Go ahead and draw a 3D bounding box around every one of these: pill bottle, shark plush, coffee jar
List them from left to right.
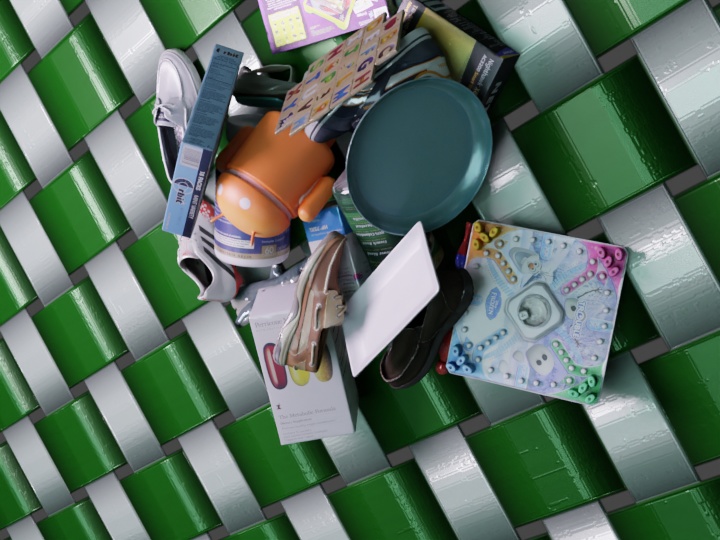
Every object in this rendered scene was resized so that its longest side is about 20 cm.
[{"bbox_3d":[-0.152,-0.115,1.604,0.110,0.111,0.201,15,114,28],"label":"pill bottle"},{"bbox_3d":[-0.125,0.017,1.663,0.200,0.090,0.084,-48,48,39],"label":"shark plush"},{"bbox_3d":[0.043,-0.050,1.474,0.085,0.104,0.201,-5,122,35],"label":"coffee jar"}]

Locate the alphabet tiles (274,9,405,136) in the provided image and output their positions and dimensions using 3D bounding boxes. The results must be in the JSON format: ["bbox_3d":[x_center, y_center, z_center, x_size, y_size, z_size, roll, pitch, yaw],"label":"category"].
[{"bbox_3d":[-0.026,-0.245,1.400,0.199,0.167,0.006,-30,120,30],"label":"alphabet tiles"}]

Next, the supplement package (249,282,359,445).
[{"bbox_3d":[-0.078,0.127,1.601,0.113,0.110,0.201,-11,110,7],"label":"supplement package"}]

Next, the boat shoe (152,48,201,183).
[{"bbox_3d":[-0.276,-0.225,1.675,0.072,0.068,0.201,8,110,31],"label":"boat shoe"}]

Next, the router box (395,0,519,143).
[{"bbox_3d":[0.089,-0.229,1.443,0.157,0.052,0.201,37,122,18],"label":"router box"}]

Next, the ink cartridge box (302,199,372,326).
[{"bbox_3d":[0.000,0.000,1.539,0.067,0.116,0.201,-9,100,35],"label":"ink cartridge box"}]

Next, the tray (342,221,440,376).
[{"bbox_3d":[0.039,0.039,1.411,0.200,0.022,0.108,-49,43,40],"label":"tray"}]

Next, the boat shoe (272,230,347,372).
[{"bbox_3d":[-0.050,0.044,1.473,0.071,0.076,0.201,24,113,8],"label":"boat shoe"}]

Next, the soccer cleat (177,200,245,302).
[{"bbox_3d":[-0.247,-0.041,1.697,0.069,0.085,0.201,-38,72,36],"label":"soccer cleat"}]

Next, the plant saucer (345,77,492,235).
[{"bbox_3d":[0.068,-0.140,1.371,0.027,0.199,0.201,-135,47,-54],"label":"plant saucer"}]

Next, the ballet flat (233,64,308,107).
[{"bbox_3d":[-0.089,-0.250,1.551,0.199,0.067,0.064,13,82,27],"label":"ballet flat"}]

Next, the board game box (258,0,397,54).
[{"bbox_3d":[-0.050,-0.370,1.504,0.199,0.032,0.121,-8,105,34],"label":"board game box"}]

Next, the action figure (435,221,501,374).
[{"bbox_3d":[0.147,0.043,1.498,0.065,0.099,0.201,21,94,29],"label":"action figure"}]

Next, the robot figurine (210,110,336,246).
[{"bbox_3d":[-0.111,-0.127,1.483,0.144,0.200,0.117,38,170,-13],"label":"robot figurine"}]

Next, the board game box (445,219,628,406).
[{"bbox_3d":[0.217,0.051,1.411,0.199,0.026,0.201,12,94,18],"label":"board game box"}]

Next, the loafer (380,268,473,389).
[{"bbox_3d":[0.069,0.069,1.446,0.201,0.071,0.073,-61,31,31],"label":"loafer"}]

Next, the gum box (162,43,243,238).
[{"bbox_3d":[-0.211,-0.174,1.510,0.044,0.201,0.170,16,138,-7],"label":"gum box"}]

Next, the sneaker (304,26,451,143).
[{"bbox_3d":[0.022,-0.207,1.393,0.200,0.078,0.080,-38,86,20],"label":"sneaker"}]
